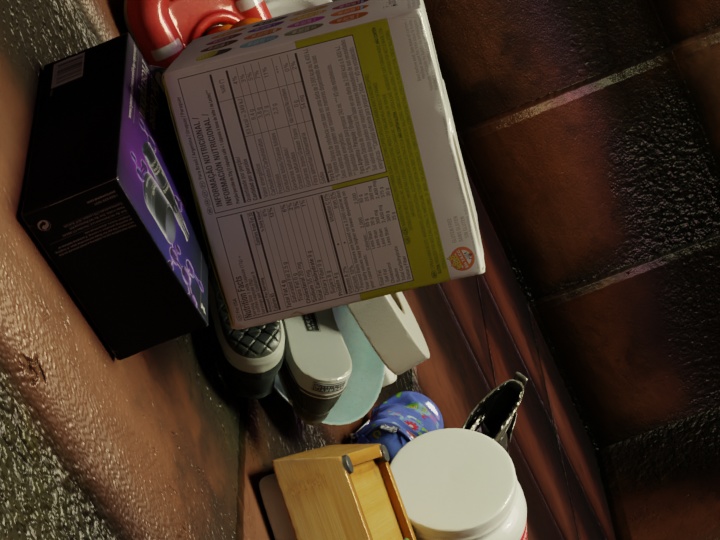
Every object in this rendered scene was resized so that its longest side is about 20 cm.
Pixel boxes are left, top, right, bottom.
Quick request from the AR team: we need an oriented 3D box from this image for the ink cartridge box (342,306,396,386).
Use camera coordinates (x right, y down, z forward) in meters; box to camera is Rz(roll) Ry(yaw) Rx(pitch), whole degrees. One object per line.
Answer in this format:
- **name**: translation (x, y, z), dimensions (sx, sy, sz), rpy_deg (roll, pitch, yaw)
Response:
- **ink cartridge box**: translation (-0.035, 0.017, 1.729), dimensions (0.145, 0.087, 0.201), rpy_deg (-81, 146, -69)

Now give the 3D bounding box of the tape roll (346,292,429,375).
- **tape roll**: translation (0.000, 0.000, 1.532), dimensions (0.203, 0.037, 0.203), rpy_deg (60, 6, -10)

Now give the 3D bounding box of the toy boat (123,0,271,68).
- **toy boat**: translation (-0.117, -0.199, 1.530), dimensions (0.130, 0.130, 0.201), rpy_deg (9, -50, 57)

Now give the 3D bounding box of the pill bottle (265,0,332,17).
- **pill bottle**: translation (-0.068, -0.180, 1.777), dimensions (0.114, 0.113, 0.201), rpy_deg (-92, 176, -60)

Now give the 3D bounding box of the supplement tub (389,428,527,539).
- **supplement tub**: translation (0.094, 0.265, 1.643), dimensions (0.141, 0.139, 0.201), rpy_deg (-100, -178, -46)

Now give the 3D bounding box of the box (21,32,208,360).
- **box**: translation (-0.172, -0.057, 1.223), dimensions (0.200, 0.078, 0.142), rpy_deg (-97, 165, -53)

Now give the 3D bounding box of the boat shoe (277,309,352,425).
- **boat shoe**: translation (-0.057, 0.049, 1.489), dimensions (0.201, 0.070, 0.064), rpy_deg (-103, -155, -47)

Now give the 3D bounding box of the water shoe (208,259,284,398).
- **water shoe**: translation (-0.111, 0.022, 1.452), dimensions (0.079, 0.071, 0.201), rpy_deg (98, -15, -46)

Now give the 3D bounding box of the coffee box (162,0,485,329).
- **coffee box**: translation (-0.025, -0.094, 1.300), dimensions (0.200, 0.197, 0.201), rpy_deg (-85, 160, -75)

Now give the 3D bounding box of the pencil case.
- **pencil case**: translation (0.038, 0.183, 1.809), dimensions (0.087, 0.078, 0.200), rpy_deg (35, 11, 4)

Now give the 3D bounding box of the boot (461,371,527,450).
- **boot**: translation (0.101, 0.204, 1.750), dimensions (0.069, 0.200, 0.174), rpy_deg (32, -18, 9)

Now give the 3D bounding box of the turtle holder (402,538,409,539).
- **turtle holder**: translation (0.008, 0.301, 1.290), dimensions (0.186, 0.131, 0.142), rpy_deg (53, 19, -59)

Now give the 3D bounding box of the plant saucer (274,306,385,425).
- **plant saucer**: translation (-0.055, 0.053, 1.579), dimensions (0.201, 0.039, 0.202), rpy_deg (28, 50, -40)

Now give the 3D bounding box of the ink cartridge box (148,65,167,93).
- **ink cartridge box**: translation (-0.116, -0.109, 1.435), dimensions (0.200, 0.039, 0.100), rpy_deg (4, 77, -51)

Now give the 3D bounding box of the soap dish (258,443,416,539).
- **soap dish**: translation (-0.010, 0.228, 1.472), dimensions (0.200, 0.081, 0.158), rpy_deg (8, 62, -77)
